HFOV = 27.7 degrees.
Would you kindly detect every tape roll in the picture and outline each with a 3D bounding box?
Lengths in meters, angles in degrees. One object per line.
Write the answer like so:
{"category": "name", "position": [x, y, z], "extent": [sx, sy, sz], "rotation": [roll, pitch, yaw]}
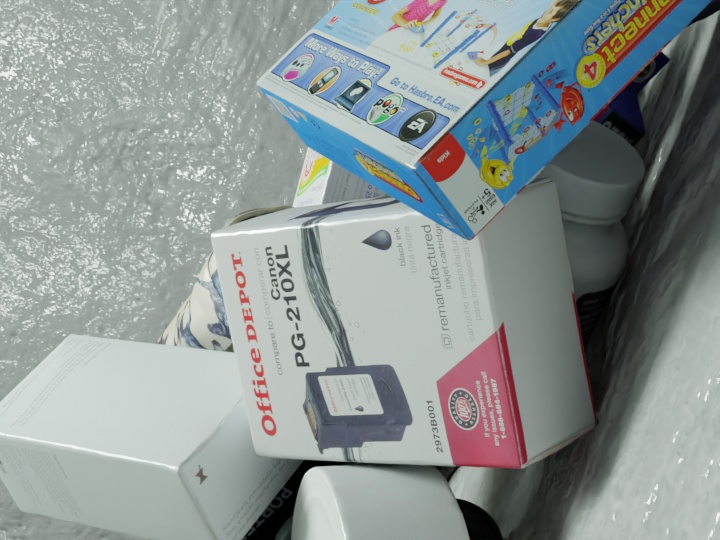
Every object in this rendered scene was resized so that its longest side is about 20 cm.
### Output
{"category": "tape roll", "position": [0.010, 0.212, 0.841], "extent": [0.202, 0.071, 0.203], "rotation": [180, 90, -77]}

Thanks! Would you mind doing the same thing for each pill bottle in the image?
{"category": "pill bottle", "position": [0.097, 0.005, 0.901], "extent": [0.111, 0.111, 0.200], "rotation": [-74, 5, -57]}

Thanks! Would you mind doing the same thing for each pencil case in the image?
{"category": "pencil case", "position": [-0.091, 0.041, 1.013], "extent": [0.200, 0.078, 0.090], "rotation": [-53, 14, 49]}

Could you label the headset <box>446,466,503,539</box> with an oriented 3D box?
{"category": "headset", "position": [0.041, 0.182, 0.970], "extent": [0.124, 0.094, 0.200], "rotation": [127, 151, -81]}

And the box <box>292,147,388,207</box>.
{"category": "box", "position": [0.000, 0.000, 1.091], "extent": [0.101, 0.112, 0.200], "rotation": [178, 107, -75]}

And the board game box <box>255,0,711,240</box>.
{"category": "board game box", "position": [0.064, -0.129, 0.790], "extent": [0.196, 0.056, 0.200], "rotation": [-44, 32, -6]}

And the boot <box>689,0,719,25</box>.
{"category": "boot", "position": [0.133, -0.146, 0.840], "extent": [0.200, 0.073, 0.090], "rotation": [-32, 10, 6]}

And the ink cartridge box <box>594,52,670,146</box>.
{"category": "ink cartridge box", "position": [0.117, -0.076, 0.949], "extent": [0.200, 0.095, 0.037], "rotation": [-49, 48, 13]}

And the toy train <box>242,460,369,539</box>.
{"category": "toy train", "position": [-0.059, 0.192, 0.989], "extent": [0.200, 0.085, 0.114], "rotation": [-43, -38, -32]}

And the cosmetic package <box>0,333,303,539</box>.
{"category": "cosmetic package", "position": [-0.144, 0.111, 0.970], "extent": [0.113, 0.200, 0.081], "rotation": [-48, -50, -37]}

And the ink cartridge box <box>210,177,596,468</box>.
{"category": "ink cartridge box", "position": [0.020, 0.032, 0.841], "extent": [0.084, 0.200, 0.145], "rotation": [-19, -79, -48]}
